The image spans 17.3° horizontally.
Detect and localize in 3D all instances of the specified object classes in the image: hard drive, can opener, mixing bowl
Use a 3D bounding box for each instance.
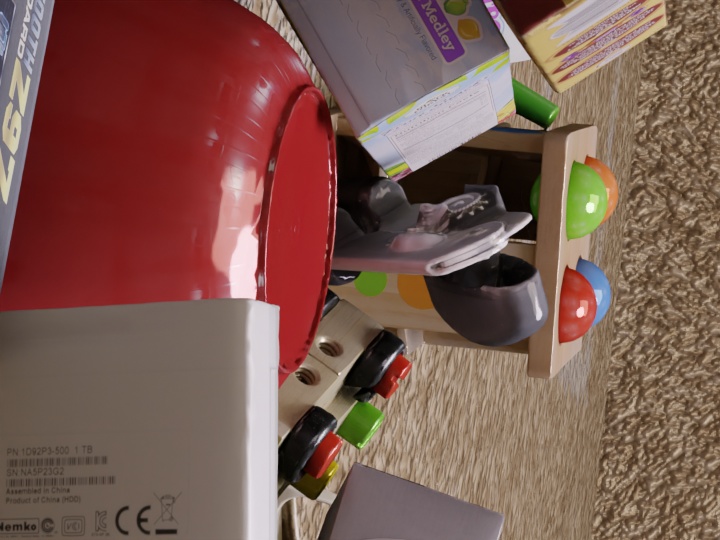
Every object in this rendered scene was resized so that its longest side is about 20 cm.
[{"bbox_3d":[-0.085,0.112,0.665,0.026,0.131,0.201,16,73,-64],"label":"hard drive"},{"bbox_3d":[0.000,0.000,0.949,0.053,0.200,0.067,-29,106,-30],"label":"can opener"},{"bbox_3d":[-0.070,-0.019,0.792,0.200,0.108,0.202,4,90,-78],"label":"mixing bowl"}]

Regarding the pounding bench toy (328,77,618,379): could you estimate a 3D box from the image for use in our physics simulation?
[{"bbox_3d":[0.058,-0.055,1.257,0.124,0.155,0.201,-25,119,-76],"label":"pounding bench toy"}]

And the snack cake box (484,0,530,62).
[{"bbox_3d":[0.030,-0.192,1.079,0.200,0.067,0.116,-116,-163,-49],"label":"snack cake box"}]

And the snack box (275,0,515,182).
[{"bbox_3d":[-0.008,-0.126,0.895,0.169,0.067,0.200,61,4,3],"label":"snack box"}]

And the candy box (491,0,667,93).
[{"bbox_3d":[0.054,-0.130,0.814,0.117,0.056,0.200,59,8,5],"label":"candy box"}]

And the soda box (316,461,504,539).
[{"bbox_3d":[-0.007,0.178,0.869,0.068,0.063,0.201,115,-6,-65],"label":"soda box"}]

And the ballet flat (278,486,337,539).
[{"bbox_3d":[-0.037,0.088,1.100,0.067,0.062,0.201,-52,145,-69],"label":"ballet flat"}]

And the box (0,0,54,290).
[{"bbox_3d":[-0.127,-0.091,0.631,0.158,0.051,0.201,61,36,-69],"label":"box"}]

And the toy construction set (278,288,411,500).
[{"bbox_3d":[-0.049,0.076,0.926,0.131,0.092,0.200,-60,-174,36],"label":"toy construction set"}]
